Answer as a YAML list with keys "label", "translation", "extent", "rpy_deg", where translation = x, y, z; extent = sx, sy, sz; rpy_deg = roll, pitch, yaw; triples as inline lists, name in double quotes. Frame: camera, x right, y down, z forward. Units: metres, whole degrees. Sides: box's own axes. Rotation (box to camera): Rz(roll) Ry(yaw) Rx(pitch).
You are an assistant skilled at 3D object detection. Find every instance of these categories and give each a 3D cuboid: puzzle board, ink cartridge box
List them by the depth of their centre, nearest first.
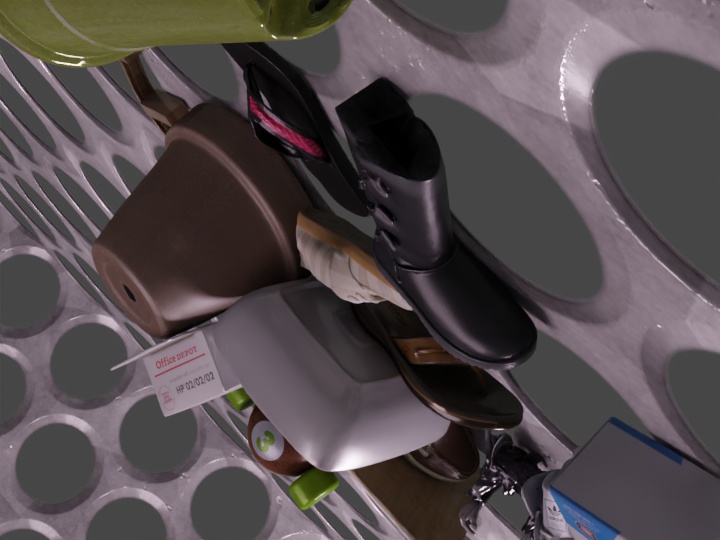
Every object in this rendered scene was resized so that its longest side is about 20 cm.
- label: "ink cartridge box"
  translation: [0.249, 0.230, 1.065]
  extent: [0.144, 0.084, 0.201]
  rpy_deg: [29, 157, 45]
- label: "ink cartridge box"
  translation: [-0.133, 0.085, 1.341]
  extent: [0.115, 0.199, 0.069]
  rpy_deg: [-25, 86, 47]
- label: "puzzle board"
  translation: [0.062, 0.217, 1.437]
  extent: [0.151, 0.017, 0.200]
  rpy_deg: [47, -154, -4]

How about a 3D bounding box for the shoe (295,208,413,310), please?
- label: "shoe"
  translation: [0.000, 0.000, 1.176]
  extent: [0.069, 0.054, 0.200]
  rpy_deg: [12, -167, -32]

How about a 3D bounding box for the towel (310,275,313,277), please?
- label: "towel"
  translation: [-0.033, 0.034, 1.466]
  extent: [0.201, 0.022, 0.146]
  rpy_deg: [51, 165, -16]

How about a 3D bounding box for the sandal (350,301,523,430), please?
- label: "sandal"
  translation: [0.068, 0.064, 1.200]
  extent: [0.200, 0.081, 0.055]
  rpy_deg: [50, 134, 29]

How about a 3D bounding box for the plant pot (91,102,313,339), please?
- label: "plant pot"
  translation: [-0.160, -0.032, 1.305]
  extent: [0.200, 0.174, 0.201]
  rpy_deg: [41, 155, 23]

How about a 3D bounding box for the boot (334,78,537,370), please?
- label: "boot"
  translation: [0.059, -0.027, 0.985]
  extent: [0.164, 0.066, 0.201]
  rpy_deg: [37, 158, 25]

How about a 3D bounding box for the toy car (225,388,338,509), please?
- label: "toy car"
  translation: [-0.045, 0.142, 1.479]
  extent: [0.165, 0.157, 0.200]
  rpy_deg: [55, 161, 11]

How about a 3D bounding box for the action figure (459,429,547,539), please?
- label: "action figure"
  translation: [0.157, 0.239, 1.318]
  extent: [0.201, 0.102, 0.119]
  rpy_deg: [52, 176, -26]

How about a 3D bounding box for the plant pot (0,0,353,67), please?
- label: "plant pot"
  translation: [-0.096, -0.204, 0.760]
  extent: [0.188, 0.201, 0.201]
  rpy_deg: [16, 149, 38]

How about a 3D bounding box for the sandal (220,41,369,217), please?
- label: "sandal"
  translation: [-0.056, -0.111, 1.103]
  extent: [0.201, 0.045, 0.075]
  rpy_deg: [55, 163, -28]

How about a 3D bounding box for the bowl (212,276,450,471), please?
- label: "bowl"
  translation: [-0.014, 0.076, 1.248]
  extent: [0.200, 0.198, 0.075]
  rpy_deg: [47, 125, 28]

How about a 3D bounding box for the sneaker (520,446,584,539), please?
- label: "sneaker"
  translation: [0.162, 0.246, 1.148]
  extent: [0.074, 0.200, 0.116]
  rpy_deg: [9, 138, 41]

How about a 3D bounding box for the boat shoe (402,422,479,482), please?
- label: "boat shoe"
  translation: [0.064, 0.147, 1.397]
  extent: [0.202, 0.075, 0.074]
  rpy_deg: [44, 146, -24]

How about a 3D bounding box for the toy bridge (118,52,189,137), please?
- label: "toy bridge"
  translation: [-0.204, -0.169, 1.403]
  extent: [0.067, 0.027, 0.201]
  rpy_deg: [30, 158, 50]
